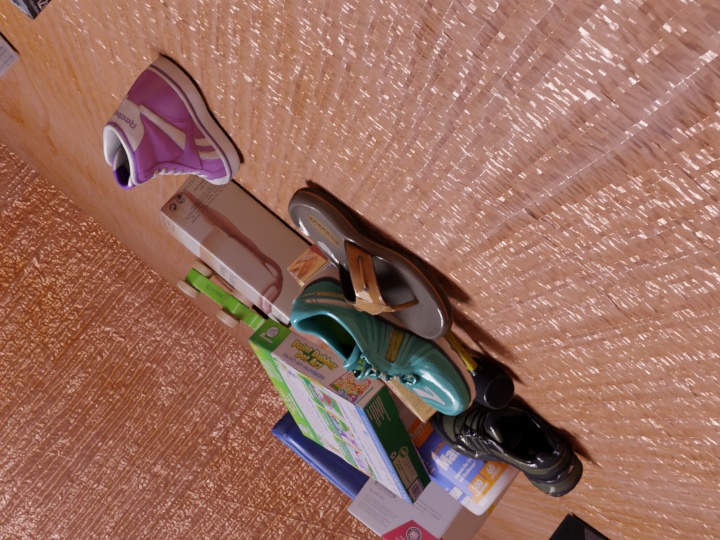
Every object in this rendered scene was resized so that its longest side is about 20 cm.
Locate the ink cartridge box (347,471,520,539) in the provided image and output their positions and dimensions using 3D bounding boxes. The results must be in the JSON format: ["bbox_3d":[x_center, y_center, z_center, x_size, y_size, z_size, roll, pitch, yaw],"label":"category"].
[{"bbox_3d":[0.104,0.290,1.526,0.145,0.200,0.083,30,169,41],"label":"ink cartridge box"}]

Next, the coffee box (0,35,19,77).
[{"bbox_3d":[-0.651,-0.323,1.601,0.199,0.200,0.198,33,168,32],"label":"coffee box"}]

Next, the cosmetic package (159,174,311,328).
[{"bbox_3d":[-0.135,-0.028,1.353,0.200,0.087,0.103,39,167,4],"label":"cosmetic package"}]

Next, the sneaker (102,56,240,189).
[{"bbox_3d":[-0.196,-0.118,1.132,0.072,0.114,0.201,33,168,25],"label":"sneaker"}]

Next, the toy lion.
[{"bbox_3d":[-0.235,0.077,2.199,0.200,0.069,0.192,33,174,35],"label":"toy lion"}]

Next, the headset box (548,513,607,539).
[{"bbox_3d":[0.357,0.451,1.647,0.148,0.075,0.200,33,167,35],"label":"headset box"}]

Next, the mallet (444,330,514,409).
[{"bbox_3d":[0.080,0.060,1.136,0.200,0.041,0.066,50,168,-22],"label":"mallet"}]

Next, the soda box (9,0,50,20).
[{"bbox_3d":[-0.280,-0.279,0.875,0.063,0.071,0.200,37,169,8],"label":"soda box"}]

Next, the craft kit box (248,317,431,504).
[{"bbox_3d":[-0.024,0.166,1.341,0.197,0.049,0.200,24,151,37],"label":"craft kit box"}]

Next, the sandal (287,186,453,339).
[{"bbox_3d":[0.000,0.000,1.053,0.200,0.055,0.082,41,149,12],"label":"sandal"}]

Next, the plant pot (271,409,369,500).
[{"bbox_3d":[0.002,0.242,1.726,0.200,0.180,0.200,42,169,-6],"label":"plant pot"}]

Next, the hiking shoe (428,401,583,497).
[{"bbox_3d":[0.153,0.170,1.258,0.199,0.076,0.101,21,152,34],"label":"hiking shoe"}]

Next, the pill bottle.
[{"bbox_3d":[0.100,0.194,1.383,0.200,0.112,0.112,38,169,8],"label":"pill bottle"}]

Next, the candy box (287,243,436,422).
[{"bbox_3d":[0.011,0.062,1.215,0.200,0.055,0.115,49,176,-13],"label":"candy box"}]

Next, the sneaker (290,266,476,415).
[{"bbox_3d":[0.018,0.082,1.096,0.200,0.080,0.078,34,135,6],"label":"sneaker"}]
